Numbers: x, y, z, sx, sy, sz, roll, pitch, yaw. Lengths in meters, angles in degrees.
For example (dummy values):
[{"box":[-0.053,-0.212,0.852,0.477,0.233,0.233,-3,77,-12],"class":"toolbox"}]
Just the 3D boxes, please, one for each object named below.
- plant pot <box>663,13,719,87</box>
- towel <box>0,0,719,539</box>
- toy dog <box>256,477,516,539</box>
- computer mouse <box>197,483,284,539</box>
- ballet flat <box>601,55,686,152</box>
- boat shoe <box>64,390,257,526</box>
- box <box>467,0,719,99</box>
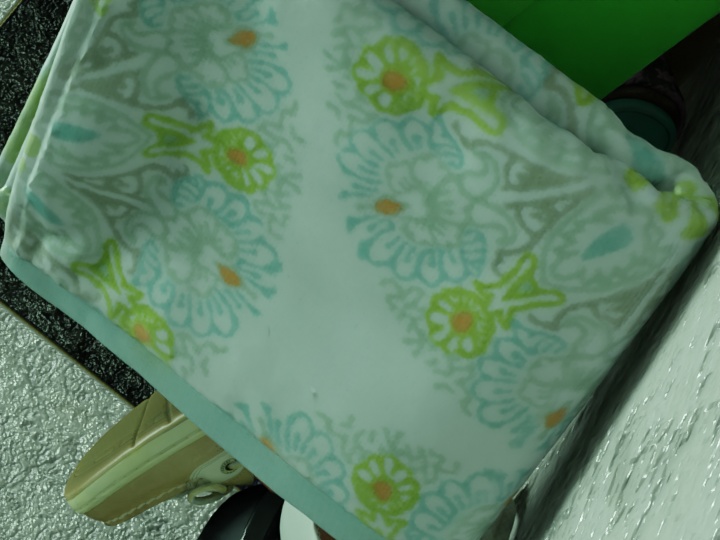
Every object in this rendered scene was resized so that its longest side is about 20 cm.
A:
[{"box":[0.103,-0.156,0.748,0.200,0.027,0.202,-166,90,-70],"class":"plant pot"},{"box":[-0.015,-0.016,0.609,0.048,0.199,0.172,-47,-9,-49],"class":"towel"},{"box":[-0.015,0.110,0.748,0.200,0.096,0.133,-138,72,-88],"class":"toy dog"},{"box":[-0.055,0.177,0.897,0.200,0.046,0.141,67,-138,-63],"class":"computer mouse"},{"box":[0.035,-0.019,0.726,0.200,0.069,0.072,-44,38,26],"class":"ballet flat"},{"box":[-0.031,0.060,0.849,0.200,0.063,0.073,-31,12,-3],"class":"boat shoe"},{"box":[0.049,-0.140,0.658,0.200,0.096,0.178,-36,39,39],"class":"box"}]
